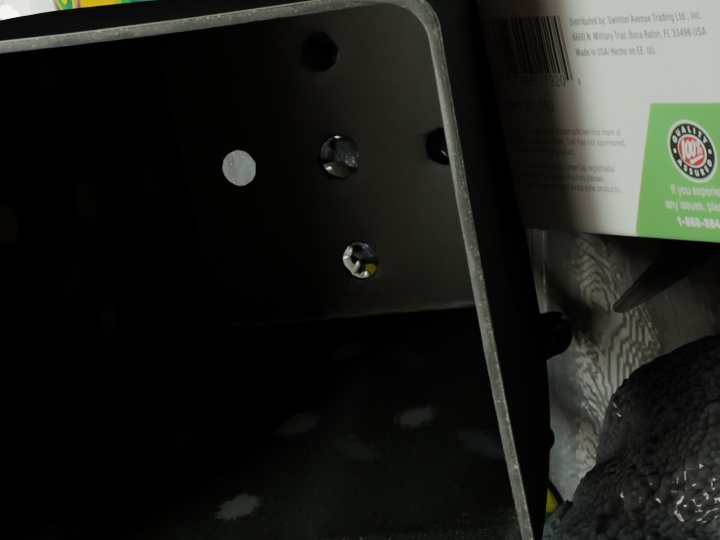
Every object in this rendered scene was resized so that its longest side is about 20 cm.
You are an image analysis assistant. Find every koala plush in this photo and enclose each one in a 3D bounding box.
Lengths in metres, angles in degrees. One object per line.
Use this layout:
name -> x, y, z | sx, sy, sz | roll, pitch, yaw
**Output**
koala plush -> 0.088, 0.132, 0.883 | 0.177, 0.199, 0.185 | 24, 131, 56

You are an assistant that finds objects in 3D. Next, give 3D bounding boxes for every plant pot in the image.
plant pot -> -0.030, -0.012, 0.899 | 0.198, 0.177, 0.201 | -5, 108, 19

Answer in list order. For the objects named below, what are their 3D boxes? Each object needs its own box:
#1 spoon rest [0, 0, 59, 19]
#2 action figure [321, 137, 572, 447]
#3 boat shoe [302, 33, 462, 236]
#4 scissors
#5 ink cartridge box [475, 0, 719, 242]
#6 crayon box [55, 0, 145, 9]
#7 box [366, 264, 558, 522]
spoon rest -> -0.210, -0.159, 1.394 | 0.200, 0.060, 0.100 | 41, 144, 45
action figure -> 0.000, 0.000, 1.065 | 0.200, 0.102, 0.119 | 48, 134, 35
boat shoe -> 0.004, -0.100, 1.007 | 0.200, 0.074, 0.066 | 51, 140, 25
scissors -> 0.130, -0.025, 0.896 | 0.200, 0.014, 0.074 | -11, 101, 66
ink cartridge box -> 0.098, -0.115, 0.787 | 0.146, 0.084, 0.201 | 8, 112, 61
crayon box -> -0.123, -0.191, 1.200 | 0.201, 0.058, 0.119 | 61, 154, 14
box -> 0.008, 0.072, 1.173 | 0.200, 0.048, 0.118 | 54, 151, 30
